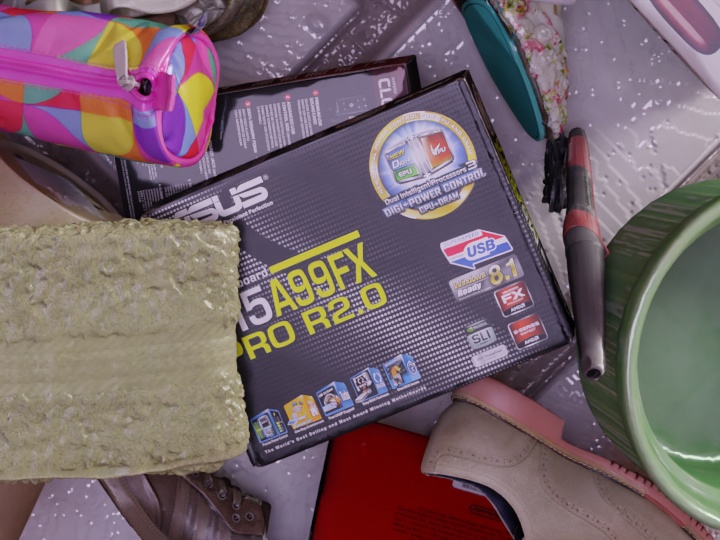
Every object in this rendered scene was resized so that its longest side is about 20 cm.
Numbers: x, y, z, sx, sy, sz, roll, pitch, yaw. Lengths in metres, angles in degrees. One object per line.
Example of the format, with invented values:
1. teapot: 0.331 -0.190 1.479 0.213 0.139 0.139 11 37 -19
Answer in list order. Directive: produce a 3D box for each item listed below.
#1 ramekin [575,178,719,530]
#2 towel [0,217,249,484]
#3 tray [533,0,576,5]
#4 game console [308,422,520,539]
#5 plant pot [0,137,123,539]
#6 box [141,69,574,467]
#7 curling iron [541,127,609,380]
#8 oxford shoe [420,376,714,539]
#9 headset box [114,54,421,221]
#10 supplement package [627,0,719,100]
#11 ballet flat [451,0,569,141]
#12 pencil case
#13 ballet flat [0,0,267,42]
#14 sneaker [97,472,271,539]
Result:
1. ramekin: 0.218 0.042 1.358 0.199 0.098 0.202 -3 100 -18
2. towel: -0.159 0.043 1.310 0.199 0.036 0.150 -4 100 -16
3. tray: 0.073 -0.248 1.358 0.107 0.022 0.201 7 76 -15
4. game console: 0.046 0.202 1.446 0.199 0.119 0.173 17 69 -14
5. plant pot: -0.226 0.031 1.387 0.187 0.187 0.201 34 100 0
6. box: 0.000 0.000 1.354 0.199 0.044 0.161 -22 99 10
7. curling iron: 0.124 -0.010 1.353 0.025 0.201 0.050 2 129 -5
8. oxford shoe: 0.124 0.140 1.396 0.199 0.071 0.074 33 77 -3
9. headset box: -0.034 -0.039 1.412 0.199 0.075 0.150 -9 98 7
10. supplement package: 0.236 -0.198 1.319 0.200 0.156 0.111 -43 93 10
11. ballet flat: 0.077 -0.172 1.386 0.064 0.076 0.201 -34 98 -9
12. pencil case: -0.174 -0.110 1.348 0.199 0.088 0.089 9 100 22
13. ballet flat: -0.153 -0.151 1.413 0.199 0.071 0.071 -10 98 8
14. sneaker: -0.097 0.148 1.462 0.075 0.070 0.201 -36 99 -7
